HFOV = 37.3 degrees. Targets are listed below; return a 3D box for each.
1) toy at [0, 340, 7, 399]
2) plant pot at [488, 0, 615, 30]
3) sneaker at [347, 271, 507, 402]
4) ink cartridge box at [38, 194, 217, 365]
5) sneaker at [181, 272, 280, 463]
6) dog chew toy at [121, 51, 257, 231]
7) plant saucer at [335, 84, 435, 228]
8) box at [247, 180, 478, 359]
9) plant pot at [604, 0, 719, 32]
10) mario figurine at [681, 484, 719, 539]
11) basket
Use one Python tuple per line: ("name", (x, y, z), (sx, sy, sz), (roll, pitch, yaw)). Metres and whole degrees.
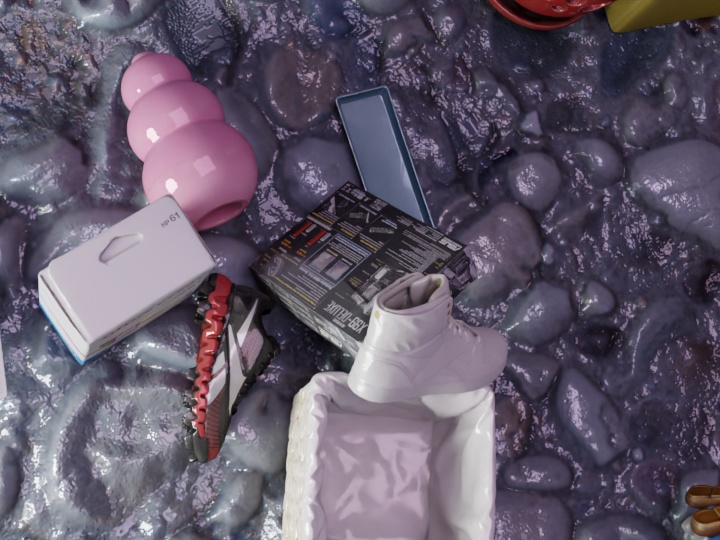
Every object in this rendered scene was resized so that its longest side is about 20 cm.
("toy", (-0.424, 0.041, 1.074), (0.114, 0.047, 0.202), (-8, 78, -14))
("plant pot", (0.245, -0.397, 1.282), (0.199, 0.182, 0.202), (3, 78, -15))
("sneaker", (0.085, 0.057, 1.045), (0.199, 0.074, 0.116), (-9, 125, -41))
("ink cartridge box", (-0.234, 0.014, 1.052), (0.144, 0.200, 0.085), (-34, 89, -19))
("sneaker", (-0.136, 0.106, 1.131), (0.097, 0.071, 0.202), (10, 75, -12))
("dog chew toy", (-0.193, -0.145, 1.143), (0.124, 0.125, 0.201), (-25, 79, -19))
("plant saucer", (0.030, -0.115, 1.251), (0.069, 0.019, 0.201), (-16, 83, -18))
("box", (0.000, 0.000, 1.137), (0.158, 0.200, 0.050), (-42, 136, -19))
("plant pot", (0.416, -0.439, 1.331), (0.194, 0.200, 0.196), (-13, 83, -17))
("mario figurine", (0.396, 0.354, 1.219), (0.123, 0.106, 0.201), (-27, 111, -38))
("basket", (0.023, 0.215, 1.109), (0.197, 0.161, 0.202), (6, 78, -15))
